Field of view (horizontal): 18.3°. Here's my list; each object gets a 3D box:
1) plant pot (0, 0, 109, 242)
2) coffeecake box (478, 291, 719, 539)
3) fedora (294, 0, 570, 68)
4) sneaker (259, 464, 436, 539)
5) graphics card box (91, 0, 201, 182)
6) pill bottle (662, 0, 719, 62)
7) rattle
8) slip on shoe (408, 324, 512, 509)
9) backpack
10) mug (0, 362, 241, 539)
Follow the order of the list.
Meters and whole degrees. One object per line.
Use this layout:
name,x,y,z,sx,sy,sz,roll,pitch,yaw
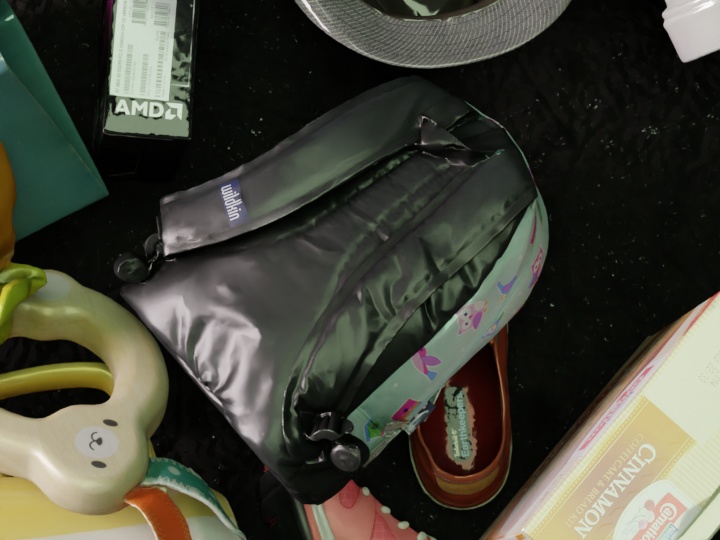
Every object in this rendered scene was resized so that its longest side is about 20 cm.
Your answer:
plant pot,-0.263,-0.070,1.146,0.199,0.141,0.142,-30,60,1
coffeecake box,0.142,0.100,1.127,0.073,0.200,0.154,41,81,3
fedora,0.031,-0.194,1.219,0.176,0.090,0.201,-18,80,-7
sneaker,0.012,0.160,1.187,0.086,0.074,0.201,-22,87,-20
graphics card box,-0.111,-0.155,1.188,0.050,0.125,0.202,3,82,-10
pill bottle,0.164,-0.216,1.157,0.110,0.111,0.201,-24,94,-7
rattle,-0.126,0.043,1.076,0.200,0.130,0.144,46,123,35
slip on shoe,0.047,0.027,1.203,0.073,0.061,0.202,-6,81,-2
backpack,0.000,0.000,1.126,0.200,0.127,0.167,-42,75,-5
mug,-0.138,0.151,1.133,0.152,0.149,0.188,-9,102,-12
